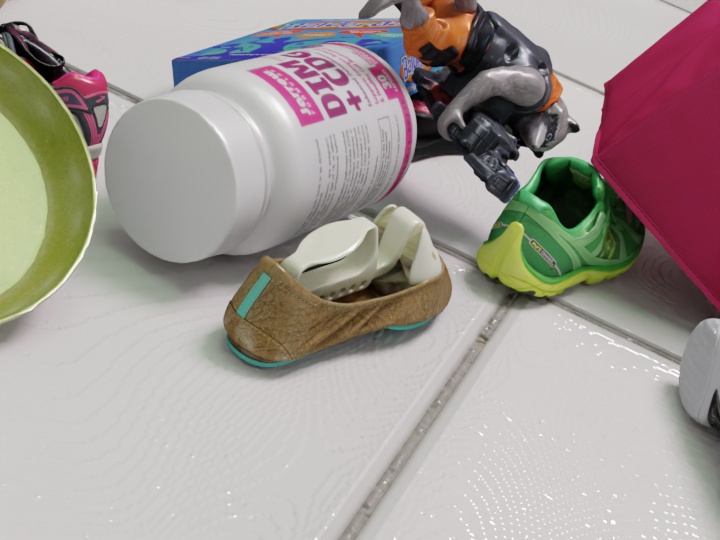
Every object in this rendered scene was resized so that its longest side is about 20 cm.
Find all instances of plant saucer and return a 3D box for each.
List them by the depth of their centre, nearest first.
[{"bbox_3d":[-0.234,-0.049,0.736,0.199,0.031,0.201,17,53,-23],"label":"plant saucer"}]

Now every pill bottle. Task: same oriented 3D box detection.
[{"bbox_3d":[-0.058,-0.074,0.889,0.113,0.114,0.200,31,28,20],"label":"pill bottle"}]

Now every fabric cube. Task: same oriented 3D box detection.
[{"bbox_3d":[0.306,-0.098,1.033,0.196,0.199,0.200,46,25,-10],"label":"fabric cube"}]

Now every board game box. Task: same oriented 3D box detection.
[{"bbox_3d":[-0.025,-0.155,1.083,0.152,0.045,0.200,3,18,24],"label":"board game box"}]

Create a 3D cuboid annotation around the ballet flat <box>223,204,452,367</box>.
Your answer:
[{"bbox_3d":[0.000,0.000,0.838,0.068,0.073,0.200,37,30,29],"label":"ballet flat"}]

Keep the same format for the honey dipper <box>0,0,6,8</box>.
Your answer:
[{"bbox_3d":[-0.263,-0.228,1.123,0.038,0.038,0.200,24,24,7],"label":"honey dipper"}]

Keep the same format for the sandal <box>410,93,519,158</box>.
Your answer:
[{"bbox_3d":[0.056,-0.124,1.145,0.200,0.045,0.075,-5,36,-42],"label":"sandal"}]

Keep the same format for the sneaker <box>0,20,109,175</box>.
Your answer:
[{"bbox_3d":[-0.235,-0.127,0.906,0.200,0.075,0.081,29,27,18],"label":"sneaker"}]

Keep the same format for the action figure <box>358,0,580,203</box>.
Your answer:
[{"bbox_3d":[0.079,-0.136,0.944,0.193,0.105,0.200,40,15,-33],"label":"action figure"}]

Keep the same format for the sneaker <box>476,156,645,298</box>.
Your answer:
[{"bbox_3d":[0.155,-0.038,1.011,0.074,0.084,0.200,31,27,21],"label":"sneaker"}]

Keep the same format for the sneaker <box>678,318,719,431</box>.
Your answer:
[{"bbox_3d":[0.266,0.098,0.843,0.114,0.075,0.200,12,24,-11],"label":"sneaker"}]
